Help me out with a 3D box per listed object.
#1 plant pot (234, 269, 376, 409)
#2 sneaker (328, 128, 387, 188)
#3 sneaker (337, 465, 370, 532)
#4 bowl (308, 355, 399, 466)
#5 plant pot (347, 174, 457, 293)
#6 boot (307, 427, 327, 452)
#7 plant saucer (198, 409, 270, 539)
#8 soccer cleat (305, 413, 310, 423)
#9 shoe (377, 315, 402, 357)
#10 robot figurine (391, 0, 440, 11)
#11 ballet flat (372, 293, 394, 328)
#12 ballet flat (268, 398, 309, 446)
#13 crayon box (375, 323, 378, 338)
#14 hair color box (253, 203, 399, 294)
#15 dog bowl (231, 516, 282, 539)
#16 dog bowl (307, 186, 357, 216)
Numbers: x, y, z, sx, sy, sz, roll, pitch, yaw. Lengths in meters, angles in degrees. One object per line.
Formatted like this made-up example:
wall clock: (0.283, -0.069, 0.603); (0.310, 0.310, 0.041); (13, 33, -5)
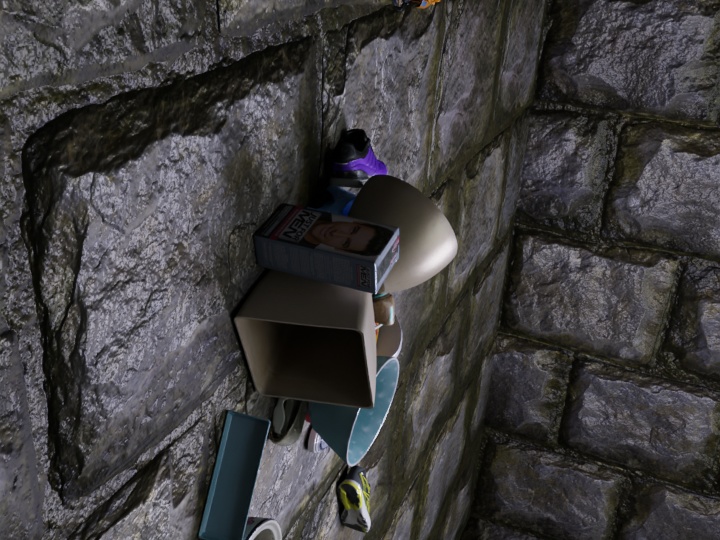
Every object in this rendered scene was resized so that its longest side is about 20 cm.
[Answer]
plant pot: (-0.064, 0.080, 1.326); (0.201, 0.197, 0.178); (82, 18, -47)
sneaker: (0.003, -0.206, 1.498); (0.200, 0.069, 0.101); (-30, 123, -68)
sneaker: (-0.002, 0.542, 1.965); (0.085, 0.074, 0.202); (-59, 154, -43)
bowl: (-0.020, 0.227, 1.461); (0.201, 0.104, 0.202); (-54, 157, -35)
plant pot: (0.046, -0.041, 1.401); (0.135, 0.199, 0.201); (-48, 150, -23)
boot: (-0.030, 0.311, 1.706); (0.200, 0.089, 0.074); (-49, 147, -54)
plant saucer: (-0.194, 0.321, 1.285); (0.019, 0.069, 0.203); (44, 59, -86)
soccer cleat: (-0.027, 0.220, 1.567); (0.198, 0.067, 0.077); (-27, 133, -11)
shoe: (0.045, 0.123, 1.739); (0.092, 0.070, 0.202); (84, -5, -50)
robot figurine: (0.106, -0.564, 1.573); (0.200, 0.057, 0.147); (-32, 131, -65)
ballet flat: (-0.001, 0.076, 1.496); (0.067, 0.199, 0.073); (-21, 100, -35)
ballet flat: (-0.113, 0.210, 1.447); (0.062, 0.067, 0.203); (11, 91, -58)
crayon box: (-0.001, 0.107, 1.619); (0.127, 0.050, 0.202); (67, 30, -60)
hair color box: (-0.050, -0.036, 1.255); (0.099, 0.198, 0.061); (-55, 152, -47)
dog bowl: (-0.204, 0.494, 1.355); (0.200, 0.073, 0.203); (14, 90, -71)
dog bowl: (-0.054, -0.072, 1.450); (0.200, 0.049, 0.113); (-50, 148, -52)
